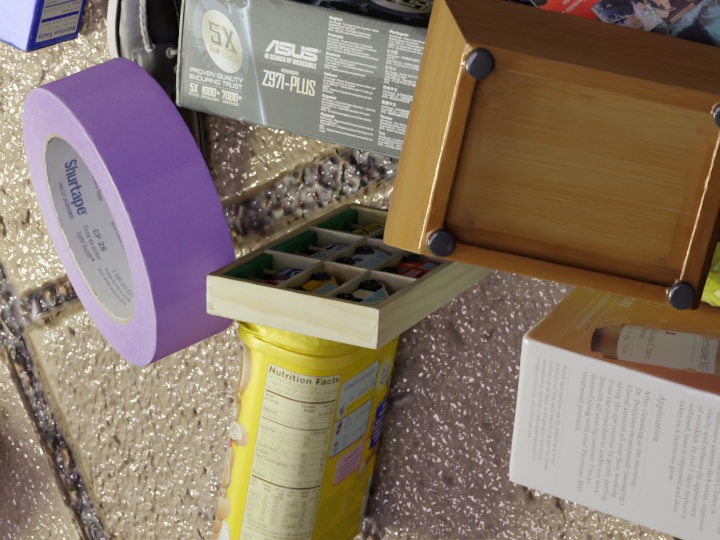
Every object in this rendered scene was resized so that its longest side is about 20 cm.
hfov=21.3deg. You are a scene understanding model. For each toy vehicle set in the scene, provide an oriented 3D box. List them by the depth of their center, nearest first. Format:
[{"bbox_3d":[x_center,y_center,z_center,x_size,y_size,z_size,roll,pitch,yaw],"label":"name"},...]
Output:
[{"bbox_3d":[0.000,0.000,1.271,0.123,0.200,0.027,11,110,24],"label":"toy vehicle set"}]

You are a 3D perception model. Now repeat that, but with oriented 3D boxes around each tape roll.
[{"bbox_3d":[-0.158,-0.039,1.303,0.200,0.065,0.201,47,151,37],"label":"tape roll"}]

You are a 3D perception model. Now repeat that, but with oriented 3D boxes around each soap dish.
[{"bbox_3d":[0.124,-0.064,1.111,0.198,0.081,0.159,11,109,-4],"label":"soap dish"}]

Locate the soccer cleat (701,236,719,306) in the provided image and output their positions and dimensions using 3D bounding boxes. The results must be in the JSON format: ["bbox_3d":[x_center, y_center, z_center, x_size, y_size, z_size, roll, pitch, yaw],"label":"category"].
[{"bbox_3d":[0.217,-0.006,1.190,0.198,0.084,0.065,1,138,8],"label":"soccer cleat"}]

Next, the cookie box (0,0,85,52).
[{"bbox_3d":[-0.272,-0.287,1.410,0.170,0.075,0.202,26,114,20],"label":"cookie box"}]

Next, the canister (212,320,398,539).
[{"bbox_3d":[-0.036,0.105,1.350,0.086,0.148,0.202,19,113,21],"label":"canister"}]

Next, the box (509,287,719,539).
[{"bbox_3d":[0.215,0.083,1.200,0.198,0.152,0.107,16,119,23],"label":"box"}]

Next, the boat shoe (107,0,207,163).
[{"bbox_3d":[-0.142,-0.136,1.384,0.060,0.074,0.202,12,112,25],"label":"boat shoe"}]

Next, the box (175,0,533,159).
[{"bbox_3d":[0.005,-0.141,1.251,0.198,0.164,0.087,15,111,24],"label":"box"}]

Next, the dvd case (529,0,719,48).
[{"bbox_3d":[0.197,-0.154,1.127,0.200,0.022,0.146,45,124,-15],"label":"dvd case"}]
